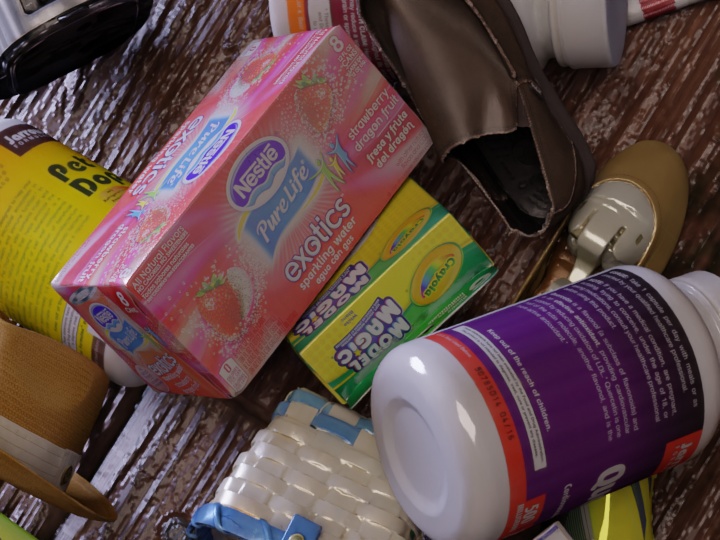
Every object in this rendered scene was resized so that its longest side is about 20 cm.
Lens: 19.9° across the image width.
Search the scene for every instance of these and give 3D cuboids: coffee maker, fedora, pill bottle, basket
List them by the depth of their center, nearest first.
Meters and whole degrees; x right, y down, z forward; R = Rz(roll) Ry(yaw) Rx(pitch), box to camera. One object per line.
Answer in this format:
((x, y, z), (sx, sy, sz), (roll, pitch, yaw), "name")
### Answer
((0.112, 0.066, 1.089), (0.199, 0.113, 0.113), (-19, 71, -25), "pill bottle")
((-0.035, 0.181, 1.143), (0.138, 0.177, 0.201), (27, 73, 10), "basket")
((-0.205, 0.070, 1.191), (0.200, 0.201, 0.082), (29, 84, 17), "fedora")
((0.055, -0.169, 1.221), (0.198, 0.114, 0.115), (2, 77, 16), "pill bottle")
((-0.191, -0.020, 1.257), (0.199, 0.109, 0.110), (29, 84, 16), "pill bottle")
((-0.220, -0.222, 1.295), (0.134, 0.192, 0.201), (-27, 90, 11), "coffee maker")

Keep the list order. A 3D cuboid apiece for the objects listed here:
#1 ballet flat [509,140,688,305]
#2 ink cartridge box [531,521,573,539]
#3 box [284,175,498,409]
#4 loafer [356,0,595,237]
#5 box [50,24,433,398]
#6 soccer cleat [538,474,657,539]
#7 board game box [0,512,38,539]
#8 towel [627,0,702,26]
((0.132, 0.006, 1.206), (0.068, 0.063, 0.201), (30, 84, 16), "ballet flat")
((0.089, 0.265, 1.122), (0.198, 0.043, 0.200), (-38, 102, 2), "ink cartridge box")
((0.000, 0.000, 1.176), (0.117, 0.200, 0.048), (-43, 116, 0), "box")
((0.066, -0.100, 1.150), (0.073, 0.071, 0.200), (-27, 115, 32), "loafer")
((-0.065, -0.033, 1.157), (0.095, 0.102, 0.200), (47, 67, -24), "box")
((0.143, 0.145, 1.183), (0.083, 0.065, 0.201), (26, 78, -14), "soccer cleat")
((-0.281, 0.169, 1.250), (0.199, 0.048, 0.102), (32, 67, 17), "board game box")
((0.156, -0.221, 1.277), (0.199, 0.023, 0.145), (-17, 76, 9), "towel")
